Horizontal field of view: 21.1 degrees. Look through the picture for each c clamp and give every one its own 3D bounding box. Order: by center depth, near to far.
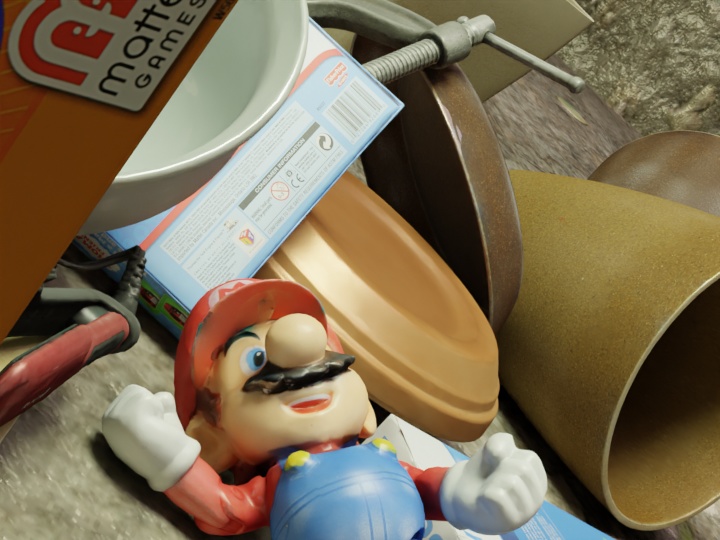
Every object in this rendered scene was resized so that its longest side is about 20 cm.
[{"bbox_3d":[-0.015,-0.107,0.981,0.200,0.027,0.171,-22,41,-35],"label":"c clamp"}]

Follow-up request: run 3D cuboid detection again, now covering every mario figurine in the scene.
[{"bbox_3d":[-0.013,0.070,0.704,0.123,0.106,0.200,25,25,-47],"label":"mario figurine"}]

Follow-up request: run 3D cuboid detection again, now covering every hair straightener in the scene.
[{"bbox_3d":[-0.112,0.002,0.626,0.077,0.041,0.200,45,14,1],"label":"hair straightener"}]

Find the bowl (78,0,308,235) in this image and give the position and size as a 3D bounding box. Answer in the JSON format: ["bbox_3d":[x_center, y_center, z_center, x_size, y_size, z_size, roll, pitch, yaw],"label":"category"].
[{"bbox_3d":[-0.125,-0.081,0.753,0.201,0.090,0.201,8,49,-10],"label":"bowl"}]

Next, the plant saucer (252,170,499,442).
[{"bbox_3d":[0.000,0.000,0.958,0.200,0.037,0.200,40,15,-14],"label":"plant saucer"}]

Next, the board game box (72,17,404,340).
[{"bbox_3d":[-0.100,-0.088,0.854,0.200,0.151,0.037,43,-28,-5],"label":"board game box"}]

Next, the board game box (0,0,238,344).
[{"bbox_3d":[-0.184,-0.060,0.354,0.200,0.200,0.200,14,32,-45],"label":"board game box"}]

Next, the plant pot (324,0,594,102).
[{"bbox_3d":[0.006,-0.202,1.362,0.200,0.177,0.200,24,24,-54],"label":"plant pot"}]

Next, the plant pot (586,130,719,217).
[{"bbox_3d":[0.197,0.013,1.341,0.187,0.187,0.200,46,29,9],"label":"plant pot"}]

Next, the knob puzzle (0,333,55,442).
[{"bbox_3d":[-0.190,-0.008,0.587,0.220,0.030,0.220,41,15,-14],"label":"knob puzzle"}]

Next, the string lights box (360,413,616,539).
[{"bbox_3d":[0.077,0.146,0.821,0.200,0.059,0.103,32,18,-39],"label":"string lights box"}]

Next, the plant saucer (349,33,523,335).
[{"bbox_3d":[0.045,-0.050,1.099,0.200,0.034,0.201,162,-90,-77],"label":"plant saucer"}]

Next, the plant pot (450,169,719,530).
[{"bbox_3d":[0.146,0.023,1.165,0.200,0.187,0.186,38,8,39],"label":"plant pot"}]
